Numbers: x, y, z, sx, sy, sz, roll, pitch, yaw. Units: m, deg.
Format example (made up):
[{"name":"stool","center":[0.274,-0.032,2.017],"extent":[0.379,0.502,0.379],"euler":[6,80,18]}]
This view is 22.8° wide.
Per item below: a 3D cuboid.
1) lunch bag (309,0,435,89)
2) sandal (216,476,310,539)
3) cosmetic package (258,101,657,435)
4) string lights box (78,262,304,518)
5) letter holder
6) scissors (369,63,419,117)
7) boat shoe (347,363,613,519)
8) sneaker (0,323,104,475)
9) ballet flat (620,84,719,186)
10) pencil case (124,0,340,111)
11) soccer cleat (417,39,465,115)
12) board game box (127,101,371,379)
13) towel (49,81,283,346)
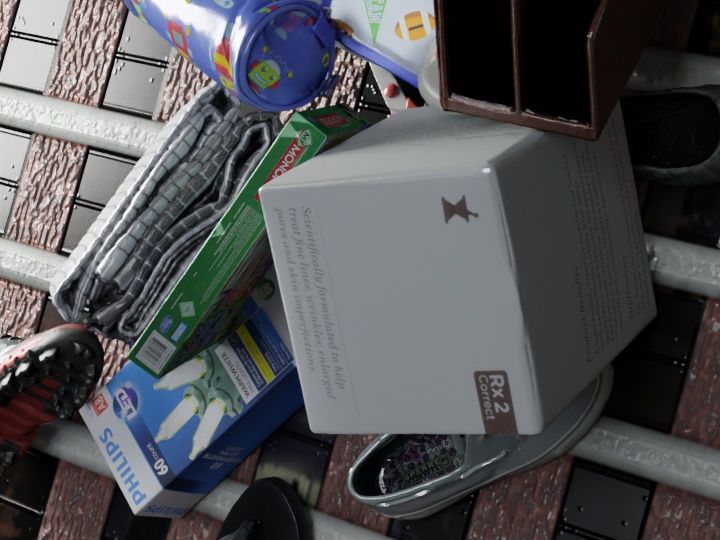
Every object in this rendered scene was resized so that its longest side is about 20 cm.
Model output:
[{"name":"lunch bag","center":[0.031,-0.227,1.248],"extent":[0.200,0.124,0.170],"euler":[37,101,42]},{"name":"sandal","center":[-0.100,0.244,1.300],"extent":[0.076,0.043,0.201],"euler":[33,98,32]},{"name":"cosmetic package","center":[0.067,-0.009,1.123],"extent":[0.164,0.200,0.166],"euler":[-3,106,32]},{"name":"string lights box","center":[-0.107,0.083,1.327],"extent":[0.200,0.059,0.103],"euler":[-43,62,18]},{"name":"letter holder","center":[0.125,-0.201,1.056],"extent":[0.100,0.143,0.200],"euler":[14,49,21]},{"name":"scissors","center":[0.023,-0.118,1.312],"extent":[0.073,0.014,0.200],"euler":[-47,61,15]},{"name":"boat shoe","center":[0.077,0.109,1.198],"extent":[0.200,0.071,0.070],"euler":[-34,64,22]},{"name":"sneaker","center":[-0.260,0.082,1.395],"extent":[0.200,0.071,0.098],"euler":[-40,29,42]},{"name":"ballet flat","center":[0.188,-0.090,1.177],"extent":[0.199,0.057,0.067],"euler":[-1,81,32]},{"name":"pencil case","center":[-0.091,-0.178,1.225],"extent":[0.087,0.078,0.200],"euler":[-36,42,-13]},{"name":"soccer cleat","center":[0.111,-0.150,1.173],"extent":[0.069,0.200,0.078],"euler":[45,150,11]},{"name":"board game box","center":[-0.073,-0.024,1.209],"extent":[0.029,0.135,0.200],"euler":[37,104,6]},{"name":"towel","center":[-0.138,-0.034,1.290],"extent":[0.085,0.166,0.200],"euler":[36,84,-9]}]
